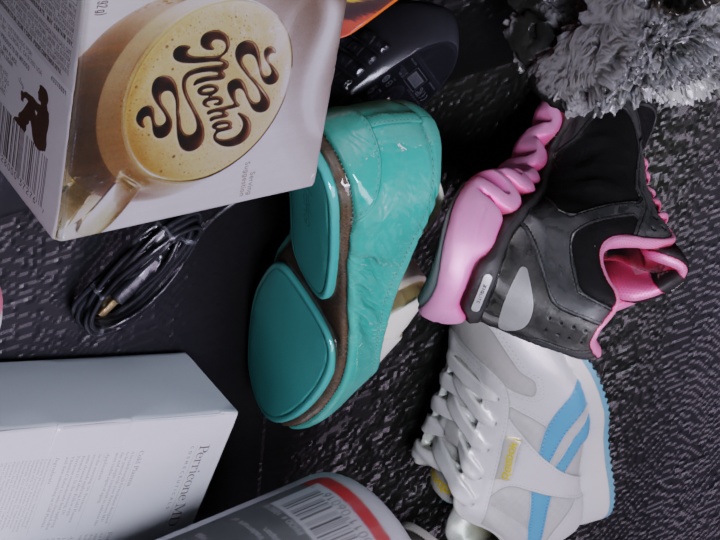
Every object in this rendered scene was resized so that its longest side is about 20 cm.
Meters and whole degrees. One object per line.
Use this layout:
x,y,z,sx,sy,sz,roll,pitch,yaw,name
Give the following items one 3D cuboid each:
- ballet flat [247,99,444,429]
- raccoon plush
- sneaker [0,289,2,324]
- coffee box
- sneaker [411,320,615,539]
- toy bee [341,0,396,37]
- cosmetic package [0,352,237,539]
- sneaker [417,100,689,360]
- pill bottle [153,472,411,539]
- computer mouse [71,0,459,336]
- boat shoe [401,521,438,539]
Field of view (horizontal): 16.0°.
0.000,0.000,1.065,0.070,0.067,0.200,-18,151,-21,ballet flat
0.155,-0.106,1.056,0.134,0.200,0.097,0,96,-40,raccoon plush
-0.199,-0.018,0.897,0.200,0.075,0.105,6,126,-39,sneaker
-0.067,-0.122,0.917,0.113,0.080,0.201,-13,132,-31,coffee box
0.067,0.072,1.212,0.081,0.077,0.200,-30,138,-13,sneaker
0.046,-0.172,0.951,0.200,0.131,0.109,-29,108,8,toy bee
-0.154,0.131,1.091,0.150,0.052,0.200,0,124,-40,cosmetic package
0.100,-0.020,1.098,0.200,0.095,0.079,-48,156,-53,sneaker
-0.075,0.169,1.066,0.200,0.114,0.114,-20,136,-29,pill bottle
-0.042,-0.045,1.053,0.200,0.034,0.059,-38,159,0,computer mouse
0.025,0.210,1.300,0.057,0.067,0.200,-41,147,-30,boat shoe
